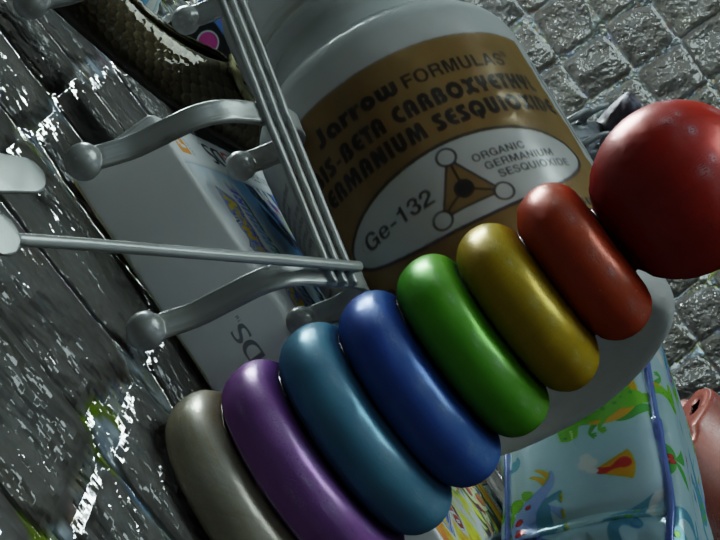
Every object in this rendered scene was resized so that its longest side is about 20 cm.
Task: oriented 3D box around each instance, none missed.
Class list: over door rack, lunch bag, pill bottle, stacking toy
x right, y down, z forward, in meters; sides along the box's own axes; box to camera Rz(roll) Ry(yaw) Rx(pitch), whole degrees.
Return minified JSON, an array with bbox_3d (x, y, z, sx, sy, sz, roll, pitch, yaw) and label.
[{"bbox_3d":[-0.089,-0.055,0.595,0.200,0.066,0.148,16,46,-57],"label":"over door rack"},{"bbox_3d":[0.116,0.125,0.800,0.201,0.082,0.161,-88,158,-52],"label":"lunch bag"},{"bbox_3d":[0.025,-0.037,0.703,0.201,0.114,0.114,62,10,27],"label":"pill bottle"},{"bbox_3d":[0.040,0.022,0.566,0.086,0.199,0.085,53,7,-9],"label":"stacking toy"}]

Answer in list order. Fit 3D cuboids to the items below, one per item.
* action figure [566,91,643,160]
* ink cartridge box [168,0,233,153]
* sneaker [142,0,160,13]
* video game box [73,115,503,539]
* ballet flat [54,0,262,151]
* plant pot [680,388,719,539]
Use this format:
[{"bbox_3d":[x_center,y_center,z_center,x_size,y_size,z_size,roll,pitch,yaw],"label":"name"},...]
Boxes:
[{"bbox_3d":[0.052,-0.029,0.819,0.199,0.069,0.131,-10,65,-40],"label":"action figure"},{"bbox_3d":[-0.027,-0.066,0.988,0.201,0.094,0.037,54,7,3],"label":"ink cartridge box"},{"bbox_3d":[-0.101,-0.190,0.943,0.080,0.130,0.200,52,6,-1],"label":"sneaker"},{"bbox_3d":[-0.019,0.038,0.741,0.201,0.047,0.182,55,9,10],"label":"video game box"},{"bbox_3d":[-0.104,-0.118,0.763,0.200,0.046,0.067,40,0,-11],"label":"ballet flat"},{"bbox_3d":[0.261,0.203,1.301,0.195,0.201,0.201,45,7,1],"label":"plant pot"}]
